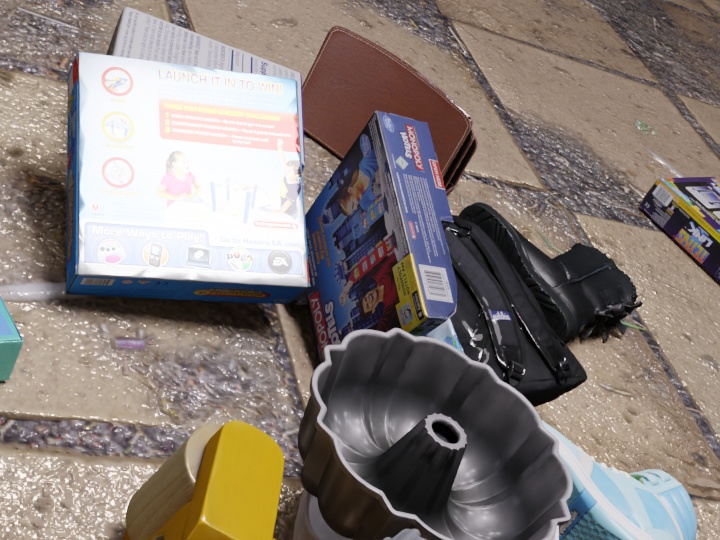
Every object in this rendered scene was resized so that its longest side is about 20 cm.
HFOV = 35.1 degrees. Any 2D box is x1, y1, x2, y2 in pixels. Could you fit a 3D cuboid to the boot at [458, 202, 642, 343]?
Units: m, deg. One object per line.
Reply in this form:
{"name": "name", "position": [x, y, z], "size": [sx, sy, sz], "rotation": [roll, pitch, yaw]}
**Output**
{"name": "boot", "position": [0.213, -0.002, 1.270], "size": [0.162, 0.073, 0.199], "rotation": [-16, 61, -47]}

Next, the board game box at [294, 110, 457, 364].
{"name": "board game box", "position": [0.000, 0.000, 1.011], "size": [0.061, 0.200, 0.201], "rotation": [8, 57, -35]}

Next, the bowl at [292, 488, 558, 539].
{"name": "bowl", "position": [0.045, 0.196, 0.850], "size": [0.199, 0.075, 0.200], "rotation": [27, 32, -3]}

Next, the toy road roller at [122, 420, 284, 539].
{"name": "toy road roller", "position": [-0.074, 0.209, 0.697], "size": [0.146, 0.123, 0.201], "rotation": [31, 34, -21]}

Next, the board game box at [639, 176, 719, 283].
{"name": "board game box", "position": [0.513, -0.049, 1.600], "size": [0.165, 0.057, 0.200], "rotation": [-3, 44, -45]}

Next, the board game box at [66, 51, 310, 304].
{"name": "board game box", "position": [-0.150, -0.076, 0.979], "size": [0.199, 0.056, 0.197], "rotation": [4, 71, -23]}

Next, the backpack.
{"name": "backpack", "position": [0.092, 0.041, 1.064], "size": [0.162, 0.154, 0.201], "rotation": [-3, 66, -39]}

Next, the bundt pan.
{"name": "bundt pan", "position": [0.043, 0.135, 0.790], "size": [0.201, 0.076, 0.202], "rotation": [21, 33, -14]}

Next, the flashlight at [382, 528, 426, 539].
{"name": "flashlight", "position": [-0.021, 0.203, 0.589], "size": [0.067, 0.068, 0.200], "rotation": [19, 32, 33]}

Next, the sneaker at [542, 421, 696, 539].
{"name": "sneaker", "position": [0.207, 0.190, 0.991], "size": [0.200, 0.080, 0.130], "rotation": [49, 37, 12]}

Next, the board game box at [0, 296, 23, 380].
{"name": "board game box", "position": [-0.353, 0.002, 0.825], "size": [0.151, 0.045, 0.200], "rotation": [-2, 43, -42]}

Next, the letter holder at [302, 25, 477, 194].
{"name": "letter holder", "position": [0.040, -0.188, 1.325], "size": [0.200, 0.143, 0.101], "rotation": [36, 32, 11]}

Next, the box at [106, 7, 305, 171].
{"name": "box", "position": [-0.164, -0.146, 1.133], "size": [0.199, 0.105, 0.184], "rotation": [18, 35, -17]}
